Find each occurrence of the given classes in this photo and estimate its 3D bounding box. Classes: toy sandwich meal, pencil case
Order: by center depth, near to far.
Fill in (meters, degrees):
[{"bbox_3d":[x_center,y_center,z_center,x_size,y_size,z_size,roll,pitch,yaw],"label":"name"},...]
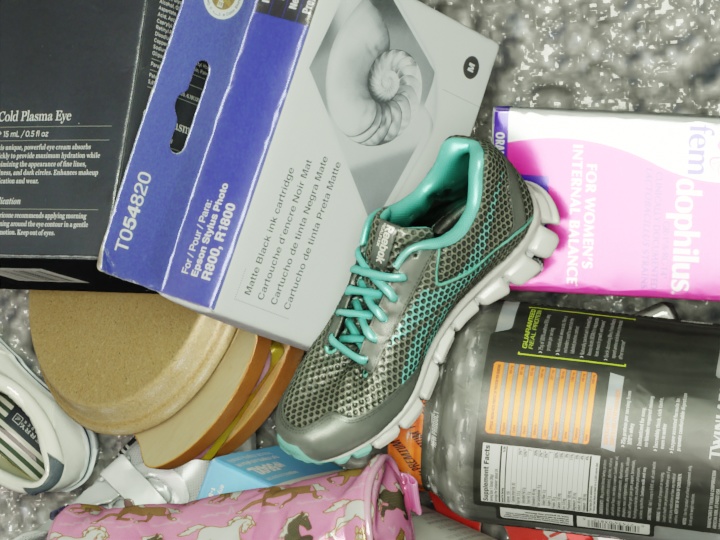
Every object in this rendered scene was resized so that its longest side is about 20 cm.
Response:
[{"bbox_3d":[-0.067,0.150,1.581,0.199,0.083,0.087,-10,64,19],"label":"pencil case"},{"bbox_3d":[-0.108,0.010,1.699,0.205,0.070,0.206,-17,65,41],"label":"toy sandwich meal"}]

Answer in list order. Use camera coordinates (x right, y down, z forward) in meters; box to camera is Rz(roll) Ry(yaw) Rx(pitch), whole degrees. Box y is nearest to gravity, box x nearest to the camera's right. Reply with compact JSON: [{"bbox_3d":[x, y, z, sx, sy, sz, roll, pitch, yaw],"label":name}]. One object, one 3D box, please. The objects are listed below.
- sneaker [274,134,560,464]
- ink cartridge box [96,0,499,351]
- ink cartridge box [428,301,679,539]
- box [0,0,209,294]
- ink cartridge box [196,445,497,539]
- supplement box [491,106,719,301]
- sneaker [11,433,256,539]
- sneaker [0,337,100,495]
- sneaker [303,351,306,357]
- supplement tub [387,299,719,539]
[{"bbox_3d":[0.016,0.009,1.553,0.077,0.091,0.200,26,70,38],"label":"sneaker"},{"bbox_3d":[-0.028,-0.063,1.585,0.041,0.200,0.200,15,86,47],"label":"ink cartridge box"},{"bbox_3d":[0.136,0.143,1.697,0.176,0.045,0.200,-24,89,10],"label":"ink cartridge box"},{"bbox_3d":[-0.164,-0.086,1.646,0.200,0.104,0.183,2,80,38],"label":"box"},{"bbox_3d":[0.004,0.196,1.667,0.200,0.125,0.129,23,97,18],"label":"ink cartridge box"},{"bbox_3d":[0.174,-0.037,1.650,0.199,0.103,0.102,3,93,8],"label":"supplement box"},{"bbox_3d":[-0.142,0.154,1.710,0.200,0.115,0.075,-44,86,10],"label":"sneaker"},{"bbox_3d":[-0.239,0.058,1.742,0.200,0.071,0.073,34,99,10],"label":"sneaker"},{"bbox_3d":[0.000,0.000,1.691,0.070,0.082,0.201,13,96,9],"label":"sneaker"},{"bbox_3d":[0.120,0.081,1.611,0.199,0.123,0.123,7,95,9],"label":"supplement tub"}]
